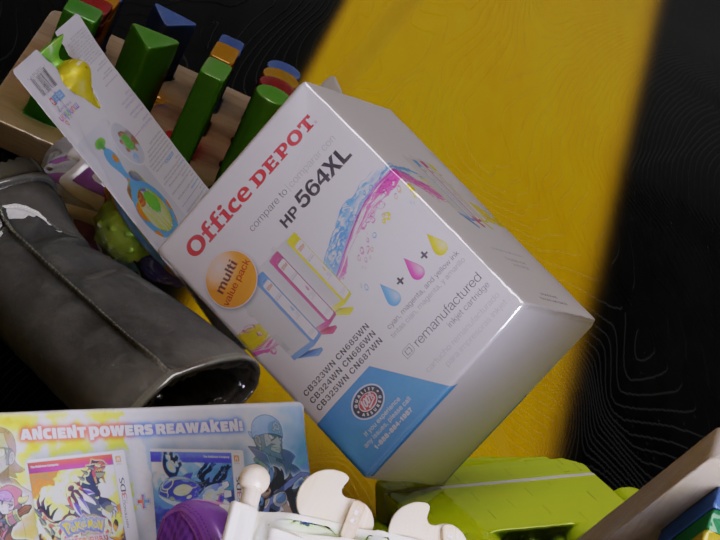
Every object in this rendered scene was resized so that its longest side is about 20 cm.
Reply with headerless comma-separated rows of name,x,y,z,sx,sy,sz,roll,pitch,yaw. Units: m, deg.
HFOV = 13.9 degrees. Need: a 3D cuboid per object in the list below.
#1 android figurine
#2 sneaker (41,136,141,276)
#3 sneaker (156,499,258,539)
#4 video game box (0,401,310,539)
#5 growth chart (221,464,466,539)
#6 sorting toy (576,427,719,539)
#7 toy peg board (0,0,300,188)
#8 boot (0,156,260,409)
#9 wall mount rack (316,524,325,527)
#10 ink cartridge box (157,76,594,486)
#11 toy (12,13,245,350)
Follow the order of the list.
android figurine,0.078,0.140,1.608,0.182,0.041,0.200,-5,10,-13
sneaker,-0.204,-0.031,1.706,0.140,0.078,0.200,16,27,-22
sneaker,-0.095,0.191,1.277,0.088,0.080,0.200,19,68,-25
video game box,-0.106,0.154,1.352,0.200,0.182,0.047,0,-10,-38
growth chart,0.023,0.169,1.267,0.200,0.018,0.145,23,60,-2
sorting toy,0.211,0.176,1.423,0.199,0.200,0.070,25,61,-8
toy peg board,-0.121,-0.124,1.934,0.200,0.098,0.199,25,26,-3
boot,-0.179,0.033,1.551,0.182,0.073,0.200,-27,58,-25
wall mount rack,-0.105,0.133,1.498,0.200,0.075,0.174,10,6,-32
ink cartridge box,0.000,0.000,1.588,0.200,0.129,0.125,45,12,19
toy,-0.128,-0.041,1.657,0.200,0.047,0.115,56,21,-10
